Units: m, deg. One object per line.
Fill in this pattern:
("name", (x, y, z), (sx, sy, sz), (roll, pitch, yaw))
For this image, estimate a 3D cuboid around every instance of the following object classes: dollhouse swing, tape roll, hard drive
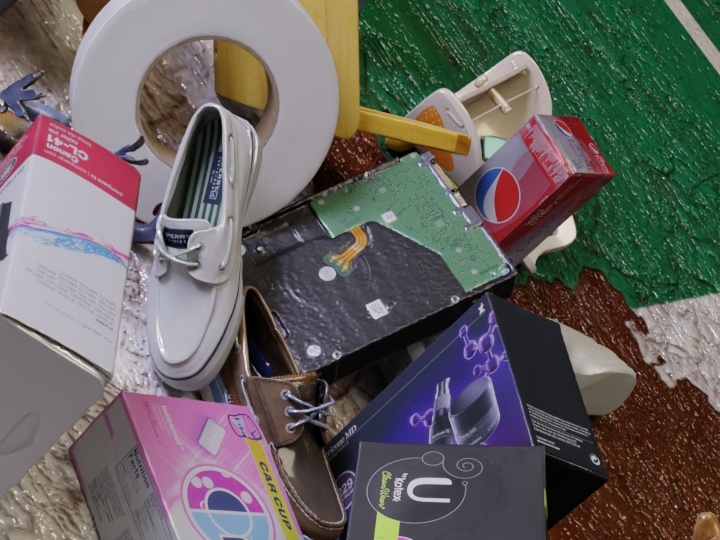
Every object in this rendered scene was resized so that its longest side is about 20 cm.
("dollhouse swing", (-0.012, -0.186, 1.711), (0.174, 0.184, 0.200), (-4, 10, -17))
("tape roll", (-0.115, -0.125, 1.566), (0.202, 0.203, 0.037), (32, 13, -23))
("hard drive", (0.000, 0.000, 1.605), (0.199, 0.038, 0.140), (-26, 62, -19))

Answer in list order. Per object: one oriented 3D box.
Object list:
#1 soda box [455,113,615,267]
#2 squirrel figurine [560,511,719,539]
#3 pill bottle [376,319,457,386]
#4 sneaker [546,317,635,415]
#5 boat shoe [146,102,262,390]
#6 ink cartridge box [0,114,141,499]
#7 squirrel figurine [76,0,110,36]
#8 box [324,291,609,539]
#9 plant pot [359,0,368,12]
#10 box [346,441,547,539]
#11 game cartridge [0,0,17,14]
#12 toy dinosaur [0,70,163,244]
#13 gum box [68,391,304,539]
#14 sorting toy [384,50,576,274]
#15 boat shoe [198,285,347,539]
("soda box", (0.112, -0.042, 1.754), (0.070, 0.200, 0.064), (-1, 54, -52))
("squirrel figurine", (0.205, 0.261, 1.517), (0.199, 0.187, 0.142), (17, 40, -41))
("pill bottle", (0.060, 0.044, 1.671), (0.113, 0.113, 0.201), (11, 46, -46))
("sneaker", (0.147, 0.069, 1.814), (0.199, 0.075, 0.089), (20, 25, -47))
("boat shoe", (-0.120, -0.020, 1.487), (0.067, 0.073, 0.202), (42, 51, -62))
("ink cartridge box", (-0.213, 0.024, 1.309), (0.085, 0.148, 0.201), (33, 31, -21))
("squirrel figurine", (-0.234, -0.259, 1.593), (0.199, 0.141, 0.188), (-20, 79, -44))
("box", (0.065, 0.136, 1.476), (0.078, 0.200, 0.142), (24, 35, -32))
("plant pot", (-0.085, -0.320, 1.915), (0.199, 0.142, 0.142), (7, 47, -38))
("box", (0.054, 0.228, 1.324), (0.123, 0.201, 0.149), (1, 36, 4))
("game cartridge", (-0.347, -0.262, 1.601), (0.200, 0.042, 0.133), (43, 25, -6))
("toy dinosaur", (-0.204, -0.080, 1.518), (0.200, 0.105, 0.181), (51, 7, 33))
("gum box", (-0.100, 0.171, 1.356), (0.113, 0.066, 0.201), (10, 45, -45))
("sorting toy", (0.127, -0.086, 1.942), (0.181, 0.107, 0.200), (56, 29, 2))
("boat shoe", (-0.060, 0.100, 1.488), (0.072, 0.072, 0.201), (-2, 55, -53))
